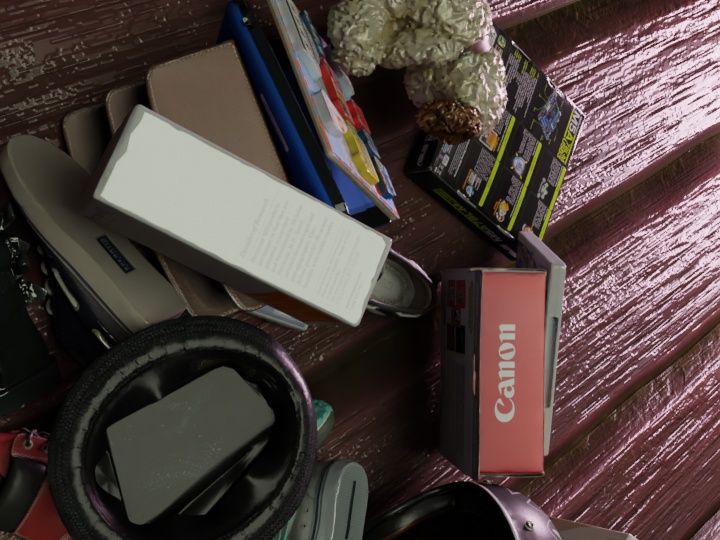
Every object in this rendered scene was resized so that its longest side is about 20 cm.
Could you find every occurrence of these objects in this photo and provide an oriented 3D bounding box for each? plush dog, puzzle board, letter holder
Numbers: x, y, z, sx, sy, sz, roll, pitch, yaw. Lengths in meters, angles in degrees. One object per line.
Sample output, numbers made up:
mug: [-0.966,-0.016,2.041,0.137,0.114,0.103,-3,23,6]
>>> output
plush dog: [0.084,-0.208,0.895,0.173,0.159,0.200,63,31,-14]
puzzle board: [-0.024,-0.153,0.827,0.151,0.017,0.201,39,27,-62]
letter holder: [-0.139,-0.058,0.759,0.141,0.100,0.202,-24,97,-25]

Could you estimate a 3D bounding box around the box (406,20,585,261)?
box: [0.158,-0.144,1.061,0.193,0.047,0.201,35,68,-36]

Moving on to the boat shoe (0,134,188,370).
boat shoe: [-0.226,-0.003,0.734,0.200,0.093,0.075,52,29,8]

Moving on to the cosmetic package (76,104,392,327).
cosmetic package: [-0.090,-0.032,0.671,0.199,0.101,0.072,27,78,-19]

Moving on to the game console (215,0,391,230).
game console: [-0.034,-0.128,0.815,0.118,0.171,0.201,-26,88,-18]

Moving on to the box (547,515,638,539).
box: [0.213,0.314,1.001,0.095,0.199,0.078,41,64,-31]

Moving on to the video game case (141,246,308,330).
video game case: [-0.100,-0.065,0.866,0.181,0.023,0.202,22,76,-37]

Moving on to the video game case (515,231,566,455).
video game case: [0.182,0.073,1.001,0.018,0.143,0.202,1,105,-4]

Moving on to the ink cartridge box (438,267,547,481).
ink cartridge box: [0.135,0.099,0.948,0.083,0.176,0.202,1,90,-6]

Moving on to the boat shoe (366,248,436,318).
boat shoe: [0.000,0.000,0.900,0.200,0.060,0.074,33,69,-46]

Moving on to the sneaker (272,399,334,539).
sneaker: [-0.089,0.203,0.849,0.200,0.077,0.092,-46,125,-21]

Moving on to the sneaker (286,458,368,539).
sneaker: [-0.043,0.274,0.871,0.073,0.070,0.202,35,59,-42]

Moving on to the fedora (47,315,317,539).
fedora: [-0.134,0.129,0.705,0.199,0.091,0.203,3,82,-25]

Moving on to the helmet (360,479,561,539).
helmet: [0.103,0.298,0.900,0.189,0.200,0.202,-17,102,-6]

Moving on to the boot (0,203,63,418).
boot: [-0.311,0.042,0.663,0.198,0.073,0.164,-32,111,-42]

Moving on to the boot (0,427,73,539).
boot: [-0.206,0.129,0.751,0.144,0.072,0.201,41,69,-29]
